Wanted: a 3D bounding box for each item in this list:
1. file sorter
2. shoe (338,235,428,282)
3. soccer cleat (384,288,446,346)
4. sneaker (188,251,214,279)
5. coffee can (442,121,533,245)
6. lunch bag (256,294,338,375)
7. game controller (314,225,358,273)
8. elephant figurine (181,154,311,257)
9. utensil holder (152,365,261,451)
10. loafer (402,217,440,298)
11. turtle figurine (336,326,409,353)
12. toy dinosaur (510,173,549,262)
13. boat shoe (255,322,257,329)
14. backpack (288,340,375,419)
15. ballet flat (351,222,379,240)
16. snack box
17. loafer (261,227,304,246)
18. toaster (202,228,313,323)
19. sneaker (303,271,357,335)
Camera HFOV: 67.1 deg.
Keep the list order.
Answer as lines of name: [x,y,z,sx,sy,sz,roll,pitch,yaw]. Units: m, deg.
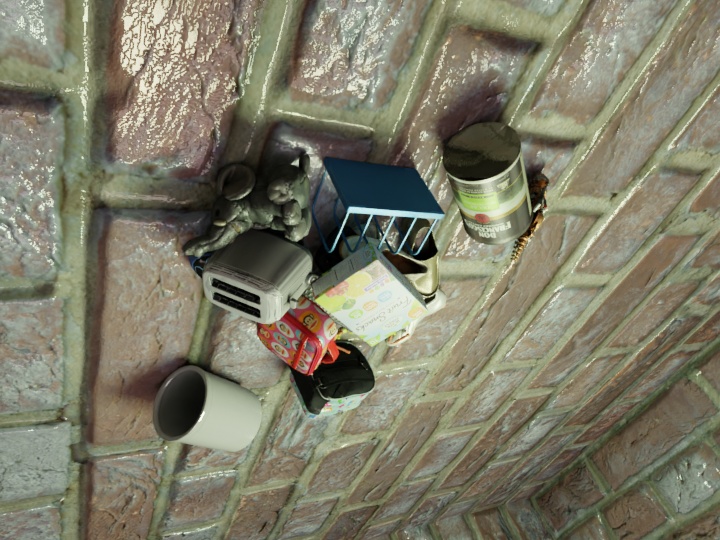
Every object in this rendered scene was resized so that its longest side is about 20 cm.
file sorter: [0.025,-0.111,1.016,0.199,0.139,0.123,1,135,-28]
shoe: [0.049,-0.023,1.074,0.199,0.053,0.070,17,82,-31]
soccer cleat: [0.130,0.112,1.381,0.200,0.069,0.078,-41,134,8]
sneaker: [-0.256,0.028,1.070,0.070,0.078,0.200,-33,141,10]
coffee can: [0.254,-0.167,1.069,0.146,0.147,0.200,-28,140,4]
lunch bag: [-0.121,0.129,1.097,0.082,0.176,0.200,-49,171,-31]
game controller: [0.000,0.000,1.100,0.200,0.042,0.105,41,70,-28]
elephant figurine: [-0.191,-0.112,0.921,0.198,0.155,0.143,-3,105,12]
utensil holder: [-0.357,0.334,1.291,0.169,0.171,0.200,-35,143,12]
loafer: [0.131,-0.024,1.170,0.075,0.067,0.201,-17,114,-6]
turtle figurine: [0.022,0.120,1.327,0.198,0.065,0.162,-4,129,-2]
toy dinosaur: [0.353,-0.115,1.179,0.200,0.102,0.136,-46,176,-21]
boat shoe: [-0.138,0.118,1.244,0.198,0.062,0.073,-10,139,-18]
backpack: [-0.069,0.270,1.362,0.199,0.178,0.151,-5,141,-38]
ballet flat: [0.000,-0.018,1.171,0.067,0.068,0.201,-8,128,-13]
snack box: [0.021,0.052,1.039,0.142,0.053,0.200,-32,134,15]
loafer: [-0.141,-0.035,1.068,0.070,0.068,0.201,-17,138,6]
toaster: [-0.191,0.004,0.965,0.199,0.129,0.114,22,136,9]
sneaker: [-0.069,0.053,1.162,0.202,0.146,0.077,40,93,-29]
